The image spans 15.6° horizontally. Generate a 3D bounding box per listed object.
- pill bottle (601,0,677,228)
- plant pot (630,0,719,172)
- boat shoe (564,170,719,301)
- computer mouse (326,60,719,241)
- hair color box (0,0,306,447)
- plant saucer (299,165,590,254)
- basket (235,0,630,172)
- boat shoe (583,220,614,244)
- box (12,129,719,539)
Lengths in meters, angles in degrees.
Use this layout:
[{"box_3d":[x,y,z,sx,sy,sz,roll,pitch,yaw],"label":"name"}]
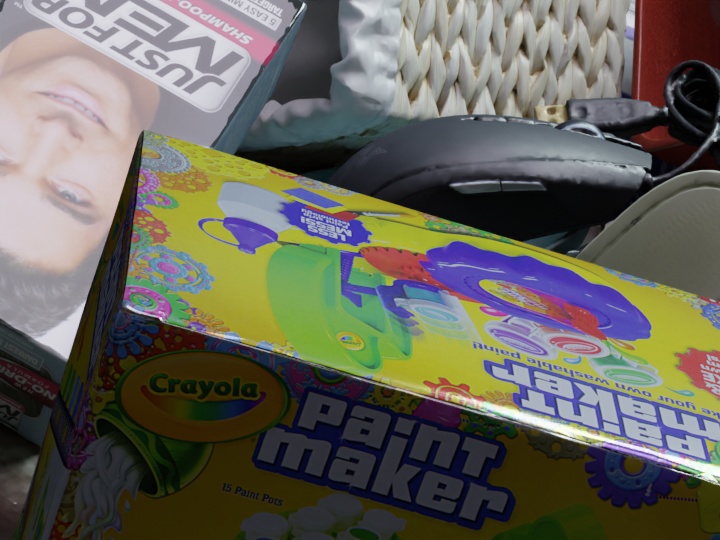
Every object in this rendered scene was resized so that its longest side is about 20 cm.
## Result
[{"box_3d":[0.177,-0.061,1.312,0.199,0.120,0.120,24,22,8],"label":"pill bottle"},{"box_3d":[0.253,-0.128,1.169,0.199,0.201,0.176,-13,-29,35],"label":"plant pot"},{"box_3d":[0.065,0.037,0.951,0.075,0.199,0.066,51,4,15],"label":"boat shoe"},{"box_3d":[0.065,-0.051,1.030,0.199,0.046,0.141,-11,19,0],"label":"computer mouse"},{"box_3d":[-0.108,-0.043,0.974,0.099,0.061,0.200,29,52,1],"label":"hair color box"},{"box_3d":[0.000,0.000,1.047,0.199,0.036,0.200,-9,17,3],"label":"plant saucer"},{"box_3d":[0.011,-0.141,1.184,0.160,0.201,0.198,10,-9,-33],"label":"basket"},{"box_3d":[0.071,0.032,1.079,0.059,0.072,0.200,4,25,15],"label":"boat shoe"},{"box_3d":[0.006,0.095,0.708,0.199,0.194,0.122,17,22,-9],"label":"box"}]
